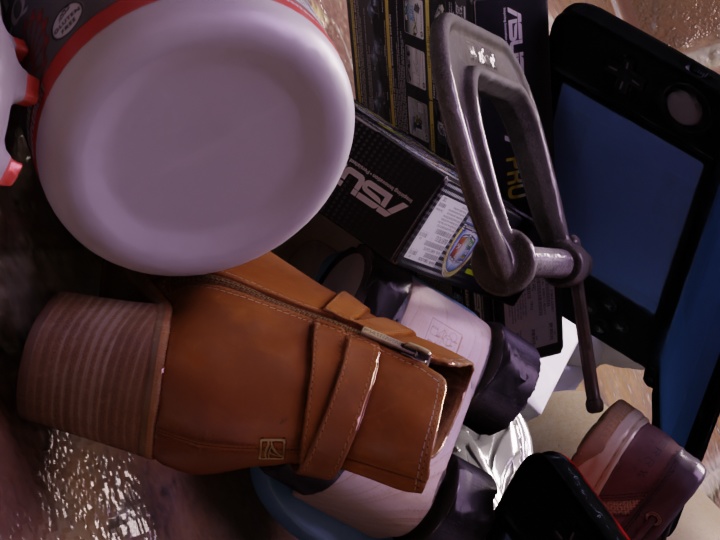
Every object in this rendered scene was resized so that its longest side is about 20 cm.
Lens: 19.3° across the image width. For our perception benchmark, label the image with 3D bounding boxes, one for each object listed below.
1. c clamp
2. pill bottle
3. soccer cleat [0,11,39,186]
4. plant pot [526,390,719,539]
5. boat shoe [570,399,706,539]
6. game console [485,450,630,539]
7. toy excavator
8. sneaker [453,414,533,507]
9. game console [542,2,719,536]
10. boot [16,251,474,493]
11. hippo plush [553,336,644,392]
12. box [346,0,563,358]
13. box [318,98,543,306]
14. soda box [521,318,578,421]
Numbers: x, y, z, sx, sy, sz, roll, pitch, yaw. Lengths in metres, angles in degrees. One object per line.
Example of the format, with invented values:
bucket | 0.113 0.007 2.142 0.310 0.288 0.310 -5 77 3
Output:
c clamp | 0.073 -0.027 0.919 0.200 0.027 0.171 18 60 -71
pill bottle | -0.084 -0.098 0.810 0.116 0.116 0.200 57 4 -40
soccer cleat | -0.157 -0.098 0.739 0.078 0.069 0.200 15 60 -31
plant pot | 0.140 0.176 1.232 0.187 0.187 0.200 46 14 -56
boat shoe | 0.121 0.148 1.042 0.072 0.065 0.200 -39 152 -40
game console | 0.043 0.202 0.880 0.119 0.200 0.172 -2 42 -36
toy excavator | -0.010 0.038 0.994 0.100 0.200 0.195 30 68 -24
sneaker | 0.049 0.123 1.130 0.099 0.078 0.200 27 44 -63
game console | 0.129 0.000 1.055 0.116 0.176 0.200 -42 155 -37
boot | -0.031 0.019 0.822 0.200 0.155 0.074 -70 170 -56
hippo plush | 0.140 0.027 1.386 0.159 0.161 0.200 30 43 -67
box | 0.048 -0.066 1.134 0.161 0.049 0.200 31 -49 60
box | -0.005 -0.052 0.977 0.160 0.044 0.200 34 5 18
soda box | 0.102 0.006 1.270 0.068 0.064 0.200 44 49 -14
